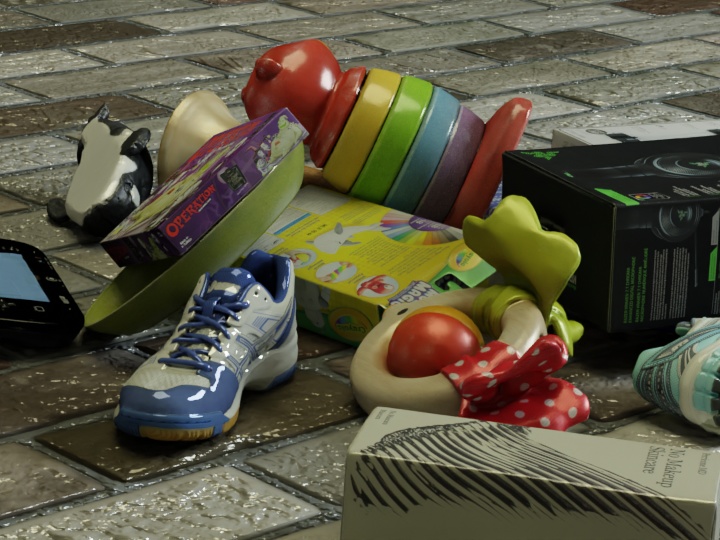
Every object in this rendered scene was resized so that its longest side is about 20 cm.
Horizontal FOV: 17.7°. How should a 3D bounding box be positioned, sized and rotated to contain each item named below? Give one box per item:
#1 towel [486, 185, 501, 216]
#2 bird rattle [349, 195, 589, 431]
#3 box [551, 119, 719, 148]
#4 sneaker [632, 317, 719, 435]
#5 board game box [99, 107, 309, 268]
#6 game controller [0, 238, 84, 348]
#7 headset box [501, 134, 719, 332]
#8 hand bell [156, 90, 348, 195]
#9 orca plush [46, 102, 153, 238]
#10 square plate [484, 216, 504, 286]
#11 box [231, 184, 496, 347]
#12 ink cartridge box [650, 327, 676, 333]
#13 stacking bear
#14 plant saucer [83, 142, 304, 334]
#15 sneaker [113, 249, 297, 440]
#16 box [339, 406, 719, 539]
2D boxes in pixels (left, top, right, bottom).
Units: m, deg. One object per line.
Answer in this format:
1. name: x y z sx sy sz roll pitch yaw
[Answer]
1. towel: 0.157 -0.053 1.847 0.144 0.024 0.200 -6 16 -20
2. bird rattle: 0.072 0.059 1.468 0.163 0.113 0.200 -12 37 23
3. box: 0.277 -0.087 2.008 0.199 0.060 0.117 -6 19 -27
4. sneaker: 0.255 0.049 1.536 0.086 0.078 0.200 13 19 39
5. board game box: -0.111 -0.054 1.583 0.120 0.032 0.200 -40 9 -15
6. game controller: -0.257 0.010 1.609 0.104 0.042 0.200 -3 19 -18
7. headset box: 0.210 -0.030 1.638 0.199 0.093 0.174 -5 17 -21
8. hand bell: -0.050 -0.073 1.822 0.200 0.104 0.104 14 20 27
9. orca plush: -0.197 -0.063 1.871 0.105 0.071 0.200 -45 23 -4
10. square plate: 0.077 -0.022 1.808 0.199 0.029 0.198 7 17 10
11. box: 0.000 0.000 1.645 0.200 0.048 0.117 17 37 41
12. ink cartridge box: 0.250 0.017 1.707 0.094 0.037 0.200 7 15 13
13. stacking bear: 0.008 -0.106 1.726 0.200 0.114 0.121 25 -17 -4
14. plant saucer: -0.107 -0.020 1.583 0.031 0.200 0.200 47 9 -11
15. sneaker: -0.098 0.043 1.457 0.075 0.088 0.200 11 20 16
16. box: 0.094 0.128 1.251 0.199 0.069 0.082 6 17 10
